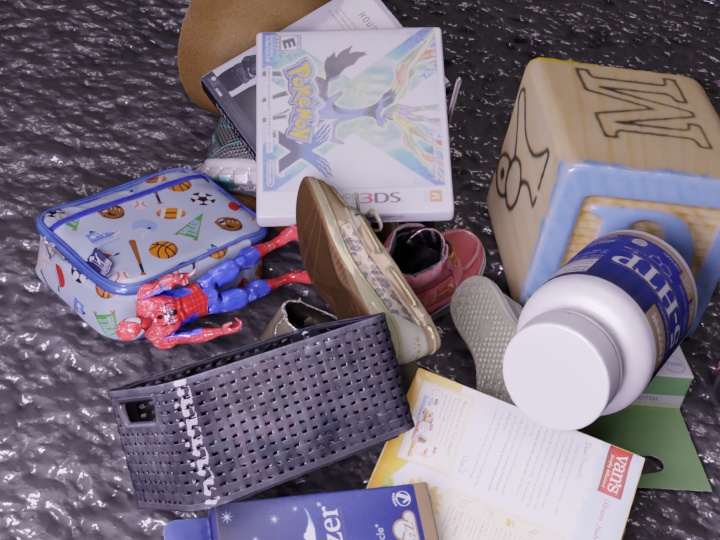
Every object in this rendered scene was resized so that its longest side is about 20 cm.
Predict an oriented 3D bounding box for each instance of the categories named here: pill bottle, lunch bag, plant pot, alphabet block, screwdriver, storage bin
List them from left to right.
[{"bbox_3d":[-0.197,-0.023,1.164,0.199,0.076,0.160,-22,47,-39],"label":"lunch bag"},{"bbox_3d":[-0.074,0.106,0.964,0.198,0.095,0.135,-15,1,-33],"label":"storage bin"},{"bbox_3d":[-0.061,-0.216,1.345,0.199,0.188,0.185,32,41,32],"label":"plant pot"},{"bbox_3d":[0.075,-0.105,1.245,0.028,0.202,0.029,18,33,6],"label":"screwdriver"},{"bbox_3d":[0.198,0.051,1.054,0.119,0.121,0.200,28,31,19],"label":"pill bottle"},{"bbox_3d":[0.250,-0.073,1.269,0.194,0.197,0.201,7,38,-11],"label":"alphabet block"}]

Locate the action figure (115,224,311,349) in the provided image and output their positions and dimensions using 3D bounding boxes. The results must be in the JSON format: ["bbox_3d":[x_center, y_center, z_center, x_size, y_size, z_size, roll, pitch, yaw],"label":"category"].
[{"bbox_3d":[-0.112,0.016,1.072,0.199,0.066,0.098,-25,10,-35],"label":"action figure"}]

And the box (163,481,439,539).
[{"bbox_3d":[-0.035,0.221,0.899,0.197,0.033,0.122,-3,60,-16],"label":"box"}]

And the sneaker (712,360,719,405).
[{"bbox_3d":[0.437,0.113,1.188,0.199,0.068,0.108,22,40,15],"label":"sneaker"}]

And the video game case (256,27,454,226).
[{"bbox_3d":[-0.008,-0.138,1.186,0.179,0.022,0.203,-2,65,-1],"label":"video game case"}]

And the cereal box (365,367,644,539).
[{"bbox_3d":[0.110,0.177,0.995,0.198,0.040,0.145,22,58,9],"label":"cereal box"}]

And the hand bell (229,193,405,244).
[{"bbox_3d":[-0.066,-0.042,1.240,0.198,0.105,0.104,15,35,25],"label":"hand bell"}]

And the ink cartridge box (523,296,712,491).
[{"bbox_3d":[0.232,0.108,1.150,0.143,0.048,0.201,5,35,-12],"label":"ink cartridge box"}]

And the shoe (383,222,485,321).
[{"bbox_3d":[0.071,-0.008,1.206,0.071,0.092,0.200,33,42,17],"label":"shoe"}]

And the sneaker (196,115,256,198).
[{"bbox_3d":[-0.070,-0.121,1.262,0.197,0.078,0.093,6,78,19],"label":"sneaker"}]

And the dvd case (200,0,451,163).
[{"bbox_3d":[-0.033,-0.179,1.230,0.199,0.025,0.151,-32,70,-14],"label":"dvd case"}]

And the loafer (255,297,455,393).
[{"bbox_3d":[0.001,0.084,1.088,0.198,0.070,0.075,21,37,10],"label":"loafer"}]

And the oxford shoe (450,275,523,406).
[{"bbox_3d":[0.136,0.085,1.138,0.058,0.075,0.201,34,25,-37],"label":"oxford shoe"}]

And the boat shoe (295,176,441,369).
[{"bbox_3d":[0.000,0.000,1.081,0.062,0.074,0.201,-12,57,-24],"label":"boat shoe"}]
